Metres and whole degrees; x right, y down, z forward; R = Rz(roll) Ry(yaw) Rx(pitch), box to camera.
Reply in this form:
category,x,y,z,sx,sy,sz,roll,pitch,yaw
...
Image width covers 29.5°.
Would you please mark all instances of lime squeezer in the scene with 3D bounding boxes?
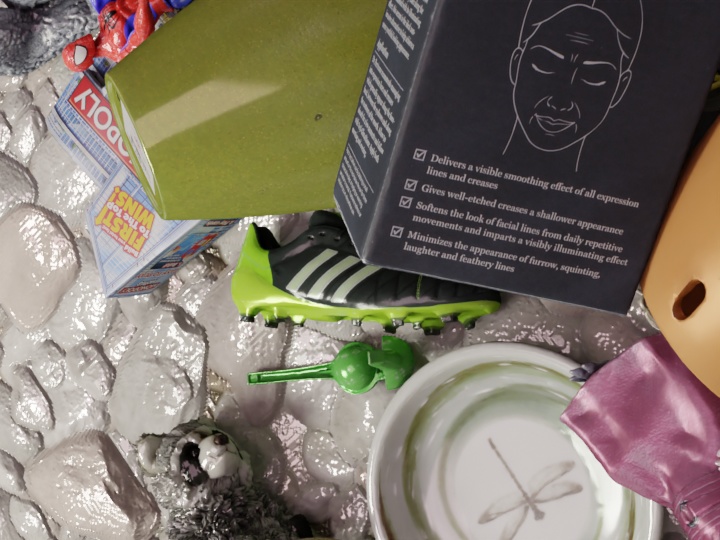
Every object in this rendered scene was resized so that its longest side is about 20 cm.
category,x,y,z,sx,sy,sz,roll,pitch,yaw
lime squeezer,-0.007,0.069,0.926,0.200,0.071,0.038,-15,94,62

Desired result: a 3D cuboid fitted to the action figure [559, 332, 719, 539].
category,x,y,z,sx,sy,sz,roll,pitch,yaw
action figure,0.198,0.130,0.762,0.134,0.149,0.200,-44,55,33

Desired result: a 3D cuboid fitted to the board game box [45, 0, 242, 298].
category,x,y,z,sx,sy,sz,roll,pitch,yaw
board game box,-0.148,-0.088,0.995,0.200,0.062,0.200,45,110,18

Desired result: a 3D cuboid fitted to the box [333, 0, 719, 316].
category,x,y,z,sx,sy,sz,roll,pitch,yaw
box,0.087,-0.097,0.702,0.148,0.107,0.200,12,110,-14

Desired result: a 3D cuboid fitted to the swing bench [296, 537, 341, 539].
category,x,y,z,sx,sy,sz,roll,pitch,yaw
swing bench,-0.012,0.312,0.912,0.200,0.130,0.199,42,110,25

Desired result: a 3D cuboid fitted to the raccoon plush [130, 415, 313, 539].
category,x,y,z,sx,sy,sz,roll,pitch,yaw
raccoon plush,-0.128,0.203,0.987,0.134,0.097,0.200,44,110,27

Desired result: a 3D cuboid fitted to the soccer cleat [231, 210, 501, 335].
category,x,y,z,sx,sy,sz,roll,pitch,yaw
soccer cleat,0.000,0.000,0.925,0.200,0.068,0.081,2,81,27

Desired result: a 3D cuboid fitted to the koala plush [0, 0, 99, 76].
category,x,y,z,sx,sy,sz,roll,pitch,yaw
koala plush,-0.258,-0.262,0.950,0.184,0.200,0.177,-22,68,23

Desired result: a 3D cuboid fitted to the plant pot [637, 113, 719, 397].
category,x,y,z,sx,sy,sz,roll,pitch,yaw
plant pot,0.237,-0.012,0.699,0.140,0.200,0.200,-44,73,38

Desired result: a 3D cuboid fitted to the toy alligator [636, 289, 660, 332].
category,x,y,z,sx,sy,sz,roll,pitch,yaw
toy alligator,0.111,-0.012,0.871,0.200,0.054,0.059,28,105,23

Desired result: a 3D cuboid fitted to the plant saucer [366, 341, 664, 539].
category,x,y,z,sx,sy,sz,roll,pitch,yaw
plant saucer,0.102,0.144,0.886,0.200,0.050,0.200,1,93,26

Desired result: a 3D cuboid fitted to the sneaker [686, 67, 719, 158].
category,x,y,z,sx,sy,sz,roll,pitch,yaw
sneaker,0.172,-0.132,0.799,0.200,0.074,0.085,50,151,19

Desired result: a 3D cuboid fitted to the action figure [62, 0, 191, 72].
category,x,y,z,sx,sy,sz,roll,pitch,yaw
action figure,-0.133,-0.209,0.916,0.200,0.099,0.065,-38,59,7

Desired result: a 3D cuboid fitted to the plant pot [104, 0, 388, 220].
category,x,y,z,sx,sy,sz,roll,pitch,yaw
plant pot,-0.043,-0.108,0.824,0.200,0.187,0.187,-23,80,-13
